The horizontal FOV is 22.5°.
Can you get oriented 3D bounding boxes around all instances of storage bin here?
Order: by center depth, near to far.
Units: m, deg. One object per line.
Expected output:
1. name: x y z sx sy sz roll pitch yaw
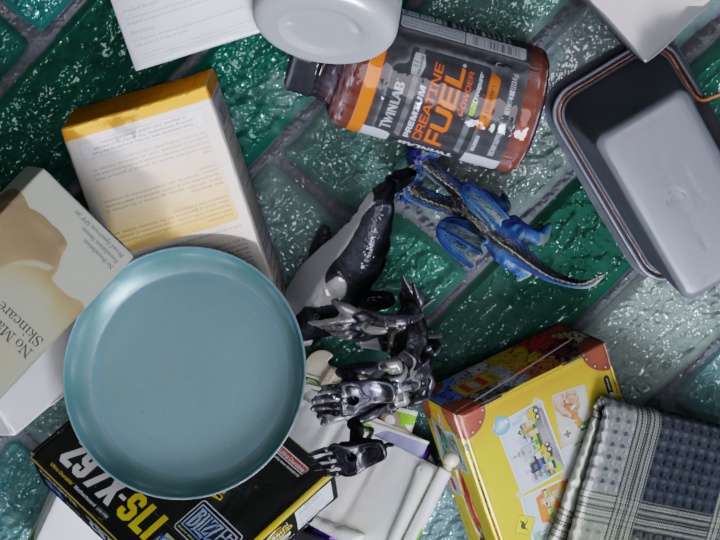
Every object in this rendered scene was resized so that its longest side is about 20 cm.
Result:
1. storage bin: 0.259 -0.080 1.465 0.145 0.134 0.200 -30 107 7

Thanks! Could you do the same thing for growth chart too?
1. growth chart: -0.016 0.156 1.513 0.200 0.018 0.145 30 84 25

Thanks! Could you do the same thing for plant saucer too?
1. plant saucer: -0.137 0.082 1.437 0.200 0.027 0.200 -2 81 12

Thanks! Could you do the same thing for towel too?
1. towel: 0.249 0.219 1.535 0.192 0.035 0.200 15 92 -27

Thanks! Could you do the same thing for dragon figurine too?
1. dragon figurine: 0.101 -0.035 1.469 0.099 0.200 0.059 16 113 -47

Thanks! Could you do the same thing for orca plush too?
1. orca plush: 0.000 0.000 1.494 0.071 0.105 0.200 23 116 -19

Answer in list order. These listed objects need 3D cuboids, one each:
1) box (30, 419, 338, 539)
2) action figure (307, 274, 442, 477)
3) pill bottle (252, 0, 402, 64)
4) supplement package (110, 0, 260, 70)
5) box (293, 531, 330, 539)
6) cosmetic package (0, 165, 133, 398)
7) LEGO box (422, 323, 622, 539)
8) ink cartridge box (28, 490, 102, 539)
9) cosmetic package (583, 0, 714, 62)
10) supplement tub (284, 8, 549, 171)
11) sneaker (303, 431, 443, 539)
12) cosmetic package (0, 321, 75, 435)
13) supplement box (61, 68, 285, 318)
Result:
1. box: -0.143 0.166 1.465 0.160 0.200 0.049 -41 150 -19
2. action figure: 0.006 0.077 1.442 0.102 0.200 0.119 3 113 15
3. pill bottle: -0.014 -0.266 1.373 0.111 0.111 0.200 11 66 -6
4. supplement package: -0.151 -0.273 1.398 0.109 0.114 0.200 -17 107 4
5. box: -0.062 0.279 1.520 0.200 0.060 0.117 18 102 -9
6. cosmetic package: -0.283 0.025 1.392 0.105 0.071 0.200 44 79 -18
7. LEGO box: 0.156 0.170 1.542 0.149 0.077 0.200 -24 108 -16
8. ink cartridge box: -0.183 0.186 1.555 0.148 0.076 0.200 24 106 -9
9. cosmetic package: 0.180 -0.266 1.420 0.090 0.107 0.200 -40 103 9
10. supplement tub: 0.043 -0.152 1.447 0.200 0.107 0.107 14 106 -6
11. sneaker: -0.026 0.203 1.576 0.200 0.070 0.100 -41 100 3
12. cosmetic package: -0.315 0.026 1.475 0.108 0.085 0.200 -40 109 -33
13. supplement box: -0.150 -0.050 1.485 0.126 0.074 0.200 -16 107 5
